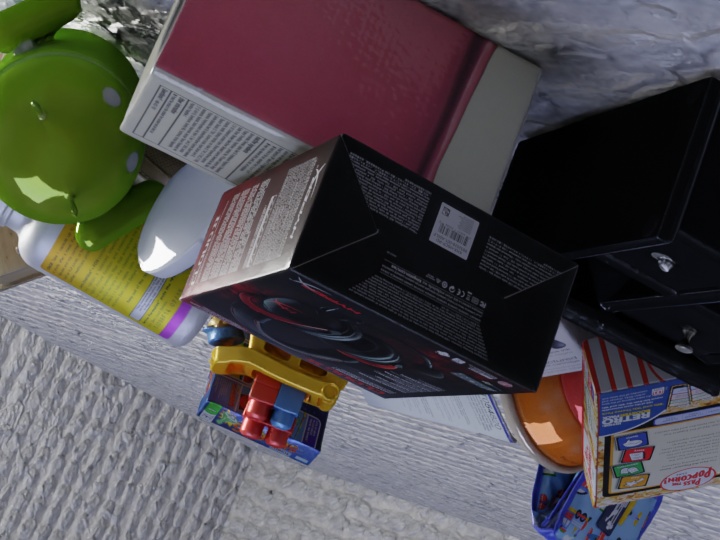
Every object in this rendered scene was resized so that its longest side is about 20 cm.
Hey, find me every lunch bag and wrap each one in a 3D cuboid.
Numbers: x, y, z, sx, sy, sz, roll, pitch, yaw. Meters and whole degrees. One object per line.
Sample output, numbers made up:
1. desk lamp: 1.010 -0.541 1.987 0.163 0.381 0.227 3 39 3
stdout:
1. lunch bag: 0.223 0.184 1.243 0.093 0.202 0.150 12 163 39

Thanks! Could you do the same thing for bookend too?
1. bookend: 0.202 -0.007 0.773 0.199 0.093 0.198 27 166 -19

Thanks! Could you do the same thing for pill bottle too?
1. pill bottle: -0.207 -0.027 1.092 0.199 0.105 0.104 31 165 -14

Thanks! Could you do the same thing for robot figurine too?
1. robot figurine: -0.208 -0.102 0.931 0.200 0.115 0.177 -114 5 -69

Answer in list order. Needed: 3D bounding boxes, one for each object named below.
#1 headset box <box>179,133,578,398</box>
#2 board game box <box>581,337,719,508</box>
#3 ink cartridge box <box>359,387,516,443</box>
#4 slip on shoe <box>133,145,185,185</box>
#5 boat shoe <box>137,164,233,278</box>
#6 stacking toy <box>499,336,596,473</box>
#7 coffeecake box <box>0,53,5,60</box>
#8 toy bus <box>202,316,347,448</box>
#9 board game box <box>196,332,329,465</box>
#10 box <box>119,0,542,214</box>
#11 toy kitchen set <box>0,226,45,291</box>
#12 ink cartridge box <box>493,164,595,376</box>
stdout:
1. headset box: -0.001 0.008 0.731 0.148 0.076 0.200 27 164 -20
2. board game box: 0.242 0.106 0.993 0.150 0.047 0.201 -11 146 2
3. ink cartridge box: 0.046 0.055 1.208 0.199 0.041 0.201 11 134 48
4. slip on shoe: -0.117 -0.076 1.076 0.199 0.076 0.061 37 139 -7
5. boat shoe: -0.068 -0.057 0.895 0.068 0.200 0.072 28 -152 -41
6. stacking toy: 0.224 0.080 1.077 0.146 0.147 0.199 32 146 -35
7. coffeecake box: -0.341 -0.146 1.176 0.198 0.074 0.154 16 165 25
8. toy bus: -0.093 0.072 1.356 0.198 0.194 0.136 24 168 1
9. board game box: -0.089 0.097 1.450 0.134 0.201 0.035 26 136 -13
10. box: -0.020 -0.097 0.757 0.199 0.110 0.128 26 165 -13
11. toy kitchen set: -0.308 -0.097 1.287 0.198 0.182 0.163 -18 173 1
12. ink cartridge box: 0.078 0.013 0.978 0.143 0.085 0.200 -11 152 21
